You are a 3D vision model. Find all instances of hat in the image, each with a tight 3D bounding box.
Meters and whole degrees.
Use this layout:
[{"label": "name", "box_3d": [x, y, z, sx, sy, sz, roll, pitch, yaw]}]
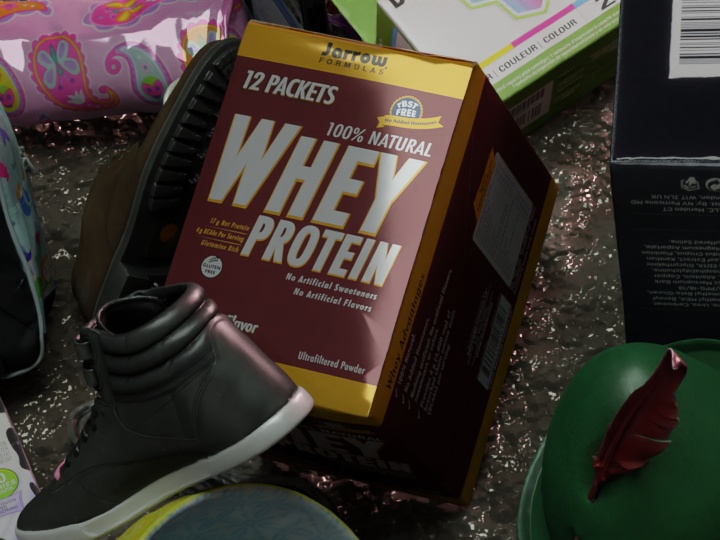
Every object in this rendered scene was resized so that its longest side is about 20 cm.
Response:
[{"label": "hat", "box_3d": [0.119, 0.063, 1.486, 0.199, 0.176, 0.166, -24, 44, 28]}]

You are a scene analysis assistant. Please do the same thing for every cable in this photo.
[{"label": "cable", "box_3d": [-0.087, 0.117, 1.612, 0.097, 0.050, 0.200, -36, 55, -14]}]

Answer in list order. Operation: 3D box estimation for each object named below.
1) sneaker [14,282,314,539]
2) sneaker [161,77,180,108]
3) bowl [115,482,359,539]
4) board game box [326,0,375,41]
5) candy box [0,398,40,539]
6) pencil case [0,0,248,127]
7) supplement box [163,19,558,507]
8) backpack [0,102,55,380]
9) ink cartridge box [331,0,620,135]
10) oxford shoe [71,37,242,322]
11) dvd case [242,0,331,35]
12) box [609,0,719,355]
[{"label": "sneaker", "box_3d": [-0.121, 0.070, 1.446, 0.199, 0.099, 0.071, -29, 10, 36]}, {"label": "sneaker", "box_3d": [-0.041, -0.058, 1.715, 0.199, 0.090, 0.067, 22, 59, 26]}, {"label": "bowl", "box_3d": [-0.085, 0.212, 1.478, 0.107, 0.200, 0.201, -8, 41, 50]}, {"label": "board game box", "box_3d": [0.038, -0.221, 1.869, 0.119, 0.032, 0.200, 17, 58, 28]}, {"label": "candy box", "box_3d": [-0.243, 0.179, 1.584, 0.167, 0.072, 0.201, -24, 51, -8]}, {"label": "pencil case", "box_3d": [-0.161, -0.132, 1.803, 0.198, 0.088, 0.088, -3, 52, 10]}, {"label": "supplement box", "box_3d": [0.000, 0.000, 1.556, 0.132, 0.200, 0.199, 12, 76, 21]}, {"label": "backpack", "box_3d": [-0.276, -0.034, 1.680, 0.176, 0.201, 0.151, -12, 31, 4]}, {"label": "ink cartridge box", "box_3d": [0.065, -0.185, 1.769, 0.147, 0.076, 0.200, -33, 71, -15]}, {"label": "oxford shoe", "box_3d": [-0.123, -0.055, 1.687, 0.084, 0.072, 0.201, 41, 110, 40]}, {"label": "dvd case", "box_3d": [-0.050, -0.172, 1.736, 0.017, 0.201, 0.143, -23, 52, -11]}, {"label": "box", "box_3d": [0.205, -0.069, 1.601, 0.117, 0.201, 0.198, 0, 51, 10]}]
